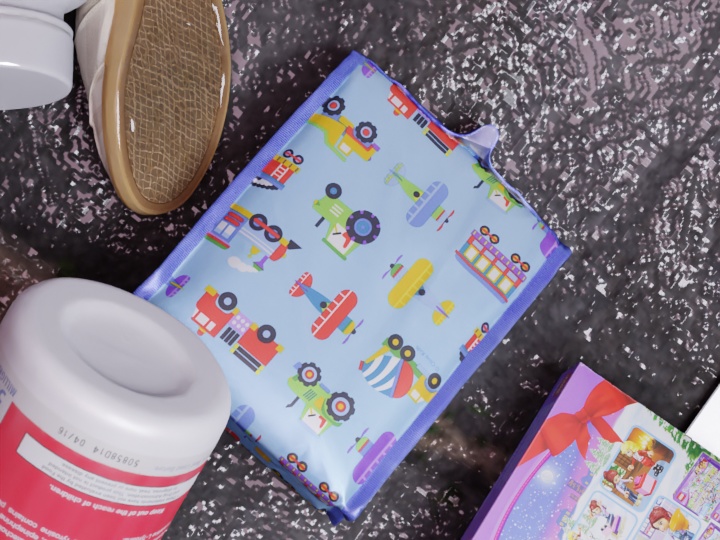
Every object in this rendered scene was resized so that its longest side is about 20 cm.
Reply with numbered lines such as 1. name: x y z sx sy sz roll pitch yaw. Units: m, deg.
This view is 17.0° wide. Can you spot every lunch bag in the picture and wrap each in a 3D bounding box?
1. lunch bag: 0.000 0.000 1.187 0.150 0.094 0.200 42 81 0

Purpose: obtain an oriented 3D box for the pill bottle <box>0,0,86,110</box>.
1. pill bottle: -0.176 -0.183 1.138 0.110 0.111 0.202 0 79 -2

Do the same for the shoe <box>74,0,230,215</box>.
1. shoe: -0.105 -0.129 1.196 0.069 0.053 0.202 -2 97 -34

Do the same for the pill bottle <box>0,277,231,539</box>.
1. pill bottle: -0.149 0.113 1.111 0.112 0.112 0.201 30 114 -2

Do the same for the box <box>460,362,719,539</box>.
1. box: 0.109 0.165 1.176 0.136 0.039 0.201 34 74 -2

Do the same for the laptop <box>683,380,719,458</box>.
1. laptop: 0.289 0.070 1.177 0.187 0.116 0.201 36 90 -2
